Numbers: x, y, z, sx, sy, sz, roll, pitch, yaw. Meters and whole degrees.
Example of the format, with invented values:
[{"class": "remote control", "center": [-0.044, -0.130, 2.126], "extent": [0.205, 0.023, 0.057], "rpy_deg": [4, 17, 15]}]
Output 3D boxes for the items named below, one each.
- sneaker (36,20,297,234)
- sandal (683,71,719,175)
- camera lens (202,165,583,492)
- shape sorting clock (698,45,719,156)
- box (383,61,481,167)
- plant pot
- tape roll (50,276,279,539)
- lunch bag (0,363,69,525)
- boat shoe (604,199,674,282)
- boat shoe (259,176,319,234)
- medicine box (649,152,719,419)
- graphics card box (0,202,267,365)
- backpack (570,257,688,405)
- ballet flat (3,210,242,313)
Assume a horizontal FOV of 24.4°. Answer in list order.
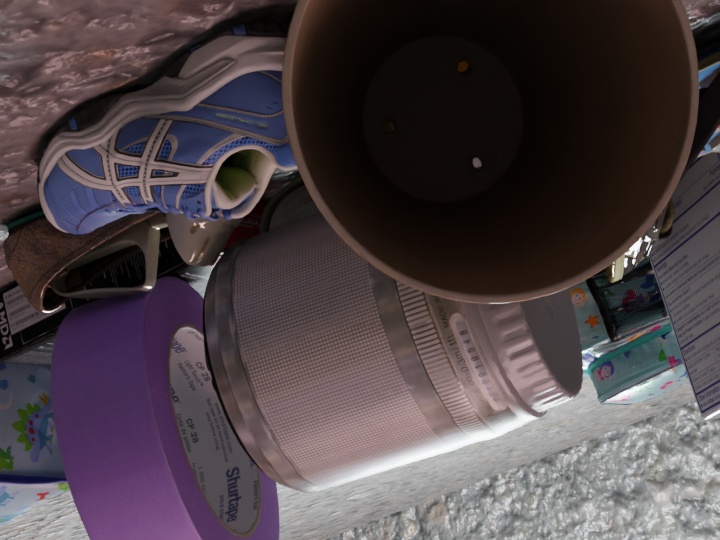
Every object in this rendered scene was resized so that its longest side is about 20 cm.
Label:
[{"class": "sneaker", "center": [-0.101, -0.058, 0.885], "extent": [0.199, 0.078, 0.075], "rpy_deg": [-27, 165, 38]}, {"class": "sandal", "center": [0.207, -0.095, 1.082], "extent": [0.201, 0.045, 0.075], "rpy_deg": [-56, 172, 16]}, {"class": "camera lens", "center": [0.016, 0.036, 1.000], "extent": [0.198, 0.162, 0.160], "rpy_deg": [-19, 167, 19]}, {"class": "shape sorting clock", "center": [0.261, -0.118, 1.186], "extent": [0.198, 0.040, 0.200], "rpy_deg": [-17, 166, -4]}, {"class": "box", "center": [0.108, -0.104, 1.051], "extent": [0.198, 0.042, 0.119], "rpy_deg": [-16, 166, -17]}, {"class": "plant pot", "center": [0.050, -0.081, 0.826], "extent": [0.185, 0.189, 0.200], "rpy_deg": [-17, -178, -4]}, {"class": "tape roll", "center": [-0.119, 0.109, 1.045], "extent": [0.065, 0.202, 0.200], "rpy_deg": [-19, 166, 12]}, {"class": "lunch bag", "center": [-0.326, 0.130, 1.251], "extent": [0.198, 0.129, 0.170], "rpy_deg": [8, 156, -33]}, {"class": "boat shoe", "center": [0.227, -0.042, 1.367], "extent": [0.065, 0.073, 0.201], "rpy_deg": [-14, 162, 5]}, {"class": "boat shoe", "center": [0.032, -0.026, 1.107], "extent": [0.198, 0.076, 0.068], "rpy_deg": [-2, -156, -29]}, {"class": "medicine box", "center": [0.335, 0.001, 1.394], "extent": [0.102, 0.202, 0.182], "rpy_deg": [-11, 165, -17]}, {"class": "graphics card box", "center": [-0.144, 0.010, 1.144], "extent": [0.199, 0.051, 0.125], "rpy_deg": [-27, 163, 28]}, {"class": "backpack", "center": [0.267, 0.051, 1.640], "extent": [0.198, 0.152, 0.177], "rpy_deg": [-19, 168, 25]}, {"class": "ballet flat", "center": [-0.121, -0.026, 1.000], "extent": [0.198, 0.068, 0.068], "rpy_deg": [-23, 163, 18]}]
